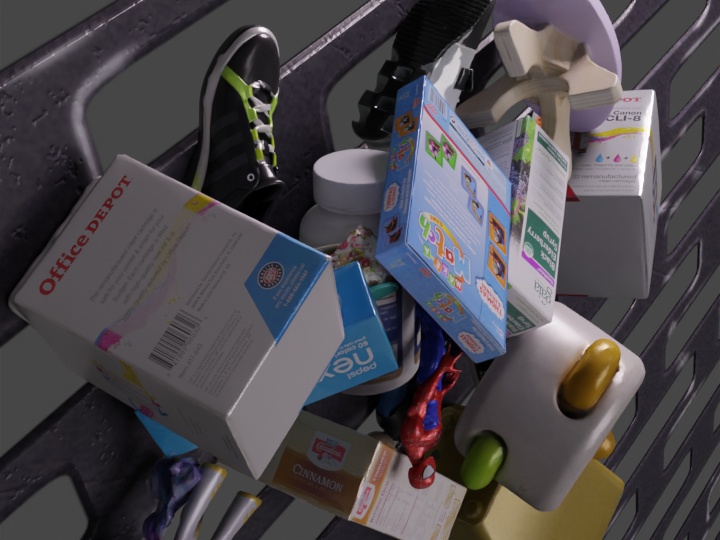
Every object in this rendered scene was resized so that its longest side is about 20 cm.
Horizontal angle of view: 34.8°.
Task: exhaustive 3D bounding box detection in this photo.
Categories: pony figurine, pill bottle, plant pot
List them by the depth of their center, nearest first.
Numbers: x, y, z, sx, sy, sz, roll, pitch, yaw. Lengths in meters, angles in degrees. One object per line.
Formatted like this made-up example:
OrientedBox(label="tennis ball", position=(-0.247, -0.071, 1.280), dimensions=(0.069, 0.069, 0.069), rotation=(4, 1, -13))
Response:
OrientedBox(label="pony figurine", position=(-0.158, 0.250, 0.903), dimensions=(0.194, 0.164, 0.203), rotation=(65, 43, -64))
OrientedBox(label="pill bottle", position=(0.000, 0.000, 1.038), dimensions=(0.111, 0.110, 0.203), rotation=(-31, 129, -45))
OrientedBox(label="plant pot", position=(0.155, 0.263, 1.335), dimensions=(0.200, 0.194, 0.196), rotation=(46, 67, -44))

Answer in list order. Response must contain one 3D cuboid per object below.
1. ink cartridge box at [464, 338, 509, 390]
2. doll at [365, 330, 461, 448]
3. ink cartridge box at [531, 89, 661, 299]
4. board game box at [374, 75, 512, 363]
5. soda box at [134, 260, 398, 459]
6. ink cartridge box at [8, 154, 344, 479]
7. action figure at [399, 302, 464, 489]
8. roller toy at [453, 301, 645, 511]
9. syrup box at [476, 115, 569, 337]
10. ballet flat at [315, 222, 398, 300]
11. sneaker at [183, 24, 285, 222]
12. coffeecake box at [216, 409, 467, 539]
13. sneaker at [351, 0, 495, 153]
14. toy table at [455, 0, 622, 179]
OrientedBox(label="ink cartridge box", position=(0.145, -0.001, 1.260), dimensions=(0.199, 0.043, 0.202), rotation=(67, 31, -47))
OrientedBox(label="doll", position=(0.063, 0.131, 1.250), dimensions=(0.201, 0.048, 0.137), rotation=(-56, 143, -24))
OrientedBox(label="ink cartridge box", position=(0.260, -0.089, 1.303), dimensions=(0.201, 0.143, 0.146), rotation=(-69, 152, -46))
OrientedBox(label="board game box", position=(0.077, -0.046, 0.986), dimensions=(0.151, 0.036, 0.202), rotation=(46, 36, -34))
OrientedBox(label="soda box", position=(-0.077, 0.070, 0.896), dimensions=(0.197, 0.065, 0.068), rotation=(-22, 135, 2))
OrientedBox(label="ink cartridge box", position=(-0.129, 0.027, 0.800), dimensions=(0.129, 0.198, 0.126), rotation=(-56, 161, -21))
OrientedBox(label="action figure", position=(0.064, 0.089, 1.002), dimensions=(0.066, 0.051, 0.203), rotation=(78, 22, -69))
OrientedBox(label="roller toy", position=(0.194, 0.137, 1.148), dimensions=(0.202, 0.139, 0.182), rotation=(-60, 165, 16))
OrientedBox(label="syrup box", position=(0.145, -0.041, 1.121), dimensions=(0.078, 0.081, 0.202), rotation=(38, 48, -32))
OrientedBox(label="ballet flat", position=(-0.059, 0.026, 0.960), dimensions=(0.198, 0.065, 0.076), rotation=(-27, 166, 7))
OrientedBox(label="sneaker", position=(-0.084, -0.087, 0.898), dimensions=(0.071, 0.082, 0.203), rotation=(6, 100, -57))
OrientedBox(label="coffeecake box", position=(-0.013, 0.190, 1.069), dimensions=(0.200, 0.152, 0.074), rotation=(38, 72, -55))
OrientedBox(label="sneaker", position=(0.068, -0.185, 1.094), dimensions=(0.201, 0.074, 0.089), rotation=(-55, 144, -9))
OrientedBox(label="toy table", position=(0.189, -0.202, 1.187), dimensions=(0.201, 0.182, 0.118), rotation=(51, 45, -24))
